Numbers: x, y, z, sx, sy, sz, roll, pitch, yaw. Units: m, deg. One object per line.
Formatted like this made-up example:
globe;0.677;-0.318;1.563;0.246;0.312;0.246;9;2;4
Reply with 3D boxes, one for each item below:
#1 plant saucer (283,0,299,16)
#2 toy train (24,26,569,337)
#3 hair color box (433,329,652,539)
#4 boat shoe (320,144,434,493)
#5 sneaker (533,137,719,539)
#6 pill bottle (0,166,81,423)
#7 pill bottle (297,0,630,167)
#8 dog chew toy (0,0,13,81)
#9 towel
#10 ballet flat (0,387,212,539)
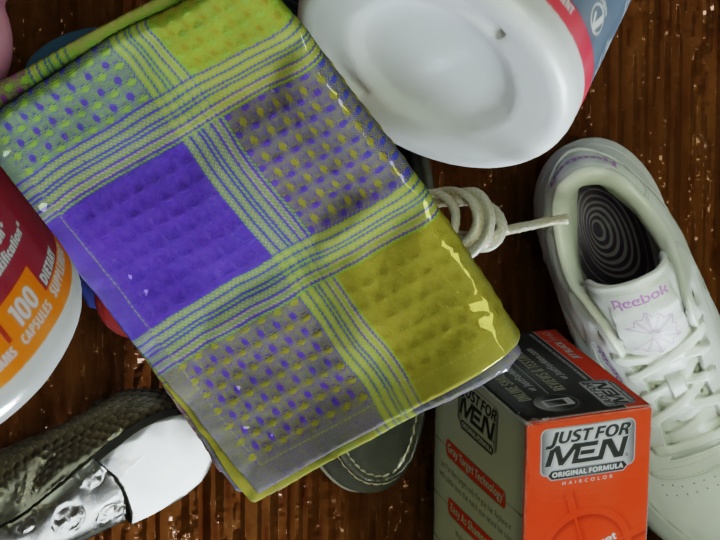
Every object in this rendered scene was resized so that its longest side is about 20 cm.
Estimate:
plant saucer;-0.011;-0.203;1.246;0.070;0.019;0.201;25;88;-24
toy train;-0.028;-0.051;1.161;0.199;0.085;0.116;-9;129;15
hair color box;0.074;0.137;1.262;0.061;0.101;0.201;-7;110;-19
boat shoe;0.000;0.000;1.254;0.066;0.057;0.202;-8;100;-22
sneaker;0.122;0.040;1.271;0.074;0.100;0.201;-25;89;5
pill bottle;-0.197;-0.033;1.070;0.113;0.113;0.200;-44;123;-13
pill bottle;0.065;-0.152;1.203;0.120;0.119;0.201;42;54;-22
dog chew toy;-0.174;-0.147;1.132;0.124;0.124;0.201;-8;108;-22
towel;-0.043;-0.011;1.132;0.143;0.023;0.200;-25;113;23
ballet flat;-0.154;0.101;1.213;0.199;0.046;0.068;-28;128;-12
